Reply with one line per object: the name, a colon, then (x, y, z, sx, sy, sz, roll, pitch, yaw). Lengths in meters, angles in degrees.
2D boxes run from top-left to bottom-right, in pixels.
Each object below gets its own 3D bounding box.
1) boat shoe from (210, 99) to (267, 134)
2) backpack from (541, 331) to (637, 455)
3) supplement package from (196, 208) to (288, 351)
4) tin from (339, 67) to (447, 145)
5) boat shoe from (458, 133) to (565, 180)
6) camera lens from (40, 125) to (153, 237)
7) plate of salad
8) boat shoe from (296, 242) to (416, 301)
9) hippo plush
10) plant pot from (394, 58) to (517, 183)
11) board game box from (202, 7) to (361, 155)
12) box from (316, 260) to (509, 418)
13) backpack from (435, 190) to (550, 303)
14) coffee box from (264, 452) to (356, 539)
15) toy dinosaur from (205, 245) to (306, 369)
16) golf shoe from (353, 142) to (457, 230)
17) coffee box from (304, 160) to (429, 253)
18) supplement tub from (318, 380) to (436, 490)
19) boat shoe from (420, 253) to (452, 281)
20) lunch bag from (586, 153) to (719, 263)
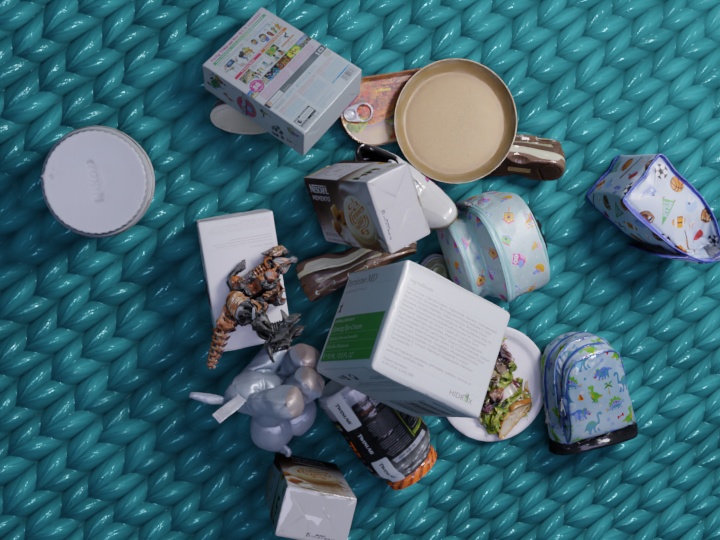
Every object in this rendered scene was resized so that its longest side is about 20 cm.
boat shoe: (-0.141, -0.267, 1.609, 0.197, 0.072, 0.060, -7, 55, 1)
backpack: (0.386, 0.203, 1.720, 0.161, 0.154, 0.203, -12, 86, -6)
supplement package: (-0.186, 0.012, 1.595, 0.118, 0.121, 0.203, -10, 96, -10)
tin: (0.060, -0.267, 1.658, 0.197, 0.042, 0.113, -10, 93, -10)
boat shoe: (0.243, -0.203, 1.692, 0.200, 0.075, 0.076, 11, 58, -5)
camera lens: (-0.387, -0.132, 1.503, 0.158, 0.200, 0.162, -1, 95, -11)
plate of salad: (0.230, 0.196, 1.728, 0.197, 0.048, 0.203, -1, 96, -10)
boat shoe: (0.000, 0.001, 1.643, 0.200, 0.075, 0.076, -17, 80, 2)
hippo plush: (-0.129, 0.226, 1.598, 0.199, 0.159, 0.162, -37, 132, -24)
plant pot: (0.153, -0.240, 1.630, 0.197, 0.027, 0.203, 0, 88, 1)
board game box: (-0.120, -0.292, 1.548, 0.199, 0.064, 0.148, 35, 67, 13)
box: (0.077, 0.109, 1.521, 0.199, 0.198, 0.173, 27, 73, -21)
backpack: (0.214, -0.034, 1.618, 0.152, 0.200, 0.178, -21, 99, -16)
coffee box: (-0.084, 0.362, 1.606, 0.113, 0.200, 0.081, 13, 92, -12)
toy dinosaur: (-0.156, 0.062, 1.509, 0.135, 0.102, 0.201, 37, 101, 10)
golf shoe: (0.065, -0.132, 1.597, 0.199, 0.092, 0.073, 34, 82, 24)
coffee box: (0.007, -0.102, 1.544, 0.079, 0.199, 0.116, -27, 110, -25)
supplement tub: (0.032, 0.253, 1.658, 0.122, 0.122, 0.201, -37, 100, -5)
boat shoe: (0.113, 0.072, 1.686, 0.071, 0.062, 0.202, 13, 92, -11)
lunch bag: (0.499, -0.090, 1.689, 0.200, 0.170, 0.124, 40, 90, -12)
